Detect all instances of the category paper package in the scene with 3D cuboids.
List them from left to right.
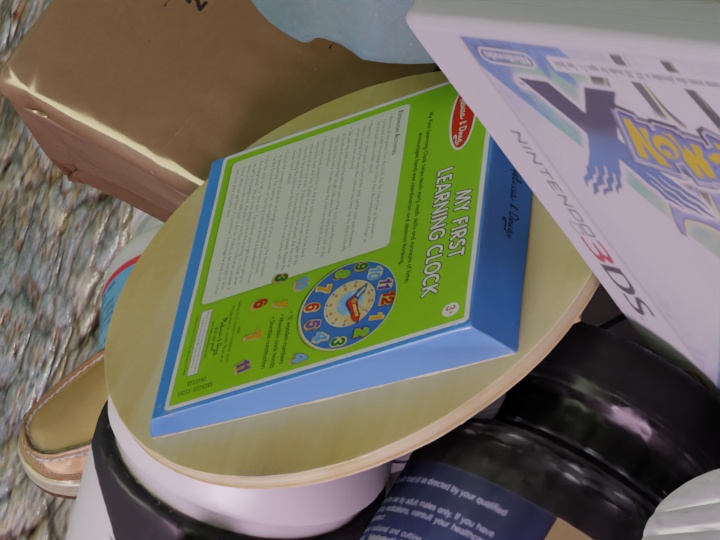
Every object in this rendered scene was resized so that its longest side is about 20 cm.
[{"bbox_3d":[-0.017,-0.098,1.002,0.191,0.103,0.200,29,77,29],"label":"paper package"}]

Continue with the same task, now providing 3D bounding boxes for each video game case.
[{"bbox_3d":[0.121,-0.008,0.686,0.022,0.182,0.200,-49,30,-17],"label":"video game case"}]

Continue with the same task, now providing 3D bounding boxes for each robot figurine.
[{"bbox_3d":[-0.061,0.107,0.985,0.150,0.125,0.200,49,132,40],"label":"robot figurine"}]

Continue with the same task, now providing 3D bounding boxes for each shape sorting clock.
[{"bbox_3d":[0.000,0.000,0.843,0.200,0.039,0.200,-23,36,18],"label":"shape sorting clock"}]

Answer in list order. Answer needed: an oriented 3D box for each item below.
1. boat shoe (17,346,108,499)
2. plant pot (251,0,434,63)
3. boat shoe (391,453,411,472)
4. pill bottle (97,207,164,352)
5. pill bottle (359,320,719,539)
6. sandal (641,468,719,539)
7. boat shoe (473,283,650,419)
[{"bbox_3d":[-0.069,0.031,1.077,0.072,0.200,0.076,54,168,32],"label":"boat shoe"},{"bbox_3d":[0.022,-0.192,0.835,0.200,0.200,0.196,-106,8,-52],"label":"plant pot"},{"bbox_3d":[0.036,-0.010,1.037,0.066,0.072,0.200,-21,47,63],"label":"boat shoe"},{"bbox_3d":[-0.078,0.046,1.183,0.109,0.109,0.200,-45,36,45],"label":"pill bottle"},{"bbox_3d":[0.045,0.121,0.785,0.200,0.112,0.112,-57,21,-15],"label":"pill bottle"},{"bbox_3d":[0.146,0.147,0.689,0.079,0.059,0.207,-28,50,12],"label":"sandal"},{"bbox_3d":[0.091,0.014,0.890,0.202,0.075,0.086,-33,44,50],"label":"boat shoe"}]
